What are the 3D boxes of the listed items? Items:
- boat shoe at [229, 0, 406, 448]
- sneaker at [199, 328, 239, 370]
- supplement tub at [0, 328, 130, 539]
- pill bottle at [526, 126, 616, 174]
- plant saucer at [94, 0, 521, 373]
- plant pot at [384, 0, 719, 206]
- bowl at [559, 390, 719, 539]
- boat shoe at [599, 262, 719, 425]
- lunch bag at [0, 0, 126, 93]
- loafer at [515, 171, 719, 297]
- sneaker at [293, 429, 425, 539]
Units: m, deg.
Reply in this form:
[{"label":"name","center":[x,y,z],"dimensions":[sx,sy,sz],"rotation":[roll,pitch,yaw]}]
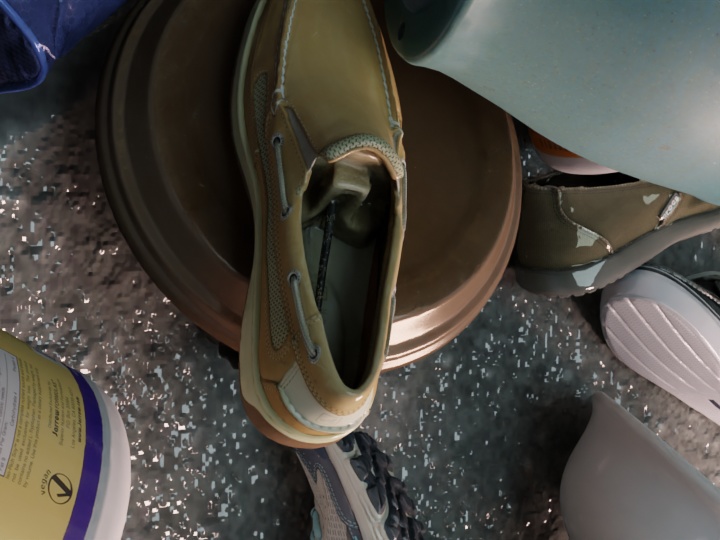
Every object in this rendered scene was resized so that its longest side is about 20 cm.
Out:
[{"label":"boat shoe","center":[-0.007,-0.037,0.600],"dimensions":[0.071,0.076,0.203],"rotation":[4,70,-22]},{"label":"sneaker","center":[-0.001,-0.003,0.726],"dimensions":[0.199,0.104,0.061],"rotation":[-38,115,-31]},{"label":"supplement tub","center":[-0.196,0.065,0.547],"dimensions":[0.199,0.145,0.147],"rotation":[34,73,-35]},{"label":"pill bottle","center":[0.118,-0.161,0.798],"dimensions":[0.112,0.112,0.202],"rotation":[-35,118,-31]},{"label":"plant saucer","center":[-0.014,-0.055,0.664],"dimensions":[0.198,0.029,0.203],"rotation":[8,69,-22]},{"label":"plant pot","center":[0.116,-0.135,0.642],"dimensions":[0.186,0.200,0.203],"rotation":[11,86,-18]},{"label":"bowl","center":[0.175,0.165,0.846],"dimensions":[0.090,0.201,0.201],"rotation":[-47,123,1]},{"label":"boat shoe","center":[0.204,0.035,0.925],"dimensions":[0.200,0.071,0.072],"rotation":[39,63,-46]},{"label":"lunch bag","center":[-0.156,-0.177,0.569],"dimensions":[0.200,0.135,0.133],"rotation":[50,63,-28]},{"label":"loafer","center":[0.163,-0.053,0.874],"dimensions":[0.199,0.075,0.070],"rotation":[-30,115,-33]},{"label":"sneaker","center":[-0.002,0.166,0.755],"dimensions":[0.085,0.078,0.202],"rotation":[-23,90,8]}]
